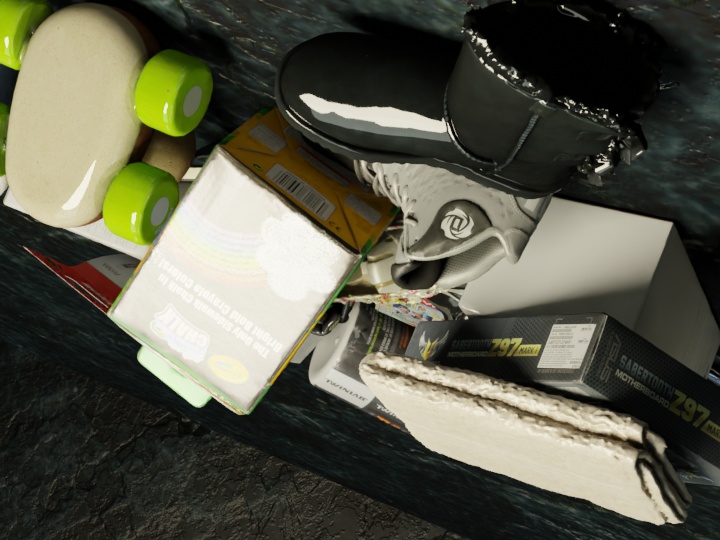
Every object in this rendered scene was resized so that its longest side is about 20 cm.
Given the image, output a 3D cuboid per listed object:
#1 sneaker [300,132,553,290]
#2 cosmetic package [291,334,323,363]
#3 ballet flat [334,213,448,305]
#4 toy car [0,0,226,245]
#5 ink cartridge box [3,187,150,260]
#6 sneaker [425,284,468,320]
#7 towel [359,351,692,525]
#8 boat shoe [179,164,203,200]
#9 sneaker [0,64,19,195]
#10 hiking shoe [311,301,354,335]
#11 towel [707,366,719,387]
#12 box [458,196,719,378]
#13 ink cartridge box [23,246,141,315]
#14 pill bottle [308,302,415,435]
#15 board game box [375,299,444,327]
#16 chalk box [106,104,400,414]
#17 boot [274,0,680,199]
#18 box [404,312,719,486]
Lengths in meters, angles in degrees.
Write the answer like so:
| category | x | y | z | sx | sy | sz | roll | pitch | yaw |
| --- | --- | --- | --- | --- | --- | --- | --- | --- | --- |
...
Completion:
| category | x | y | z | sx | sy | sz | roll | pitch | yaw |
| --- | --- | --- | --- | --- | --- | --- | --- | --- | --- |
| sneaker | 0.025 | -0.048 | 0.842 | 0.200 | 0.116 | 0.075 | 14 | 162 | 33 |
| cosmetic package | -0.099 | 0.026 | 1.225 | 0.102 | 0.074 | 0.200 | 44 | -172 | 18 |
| ballet flat | 0.000 | 0.000 | 1.002 | 0.200 | 0.076 | 0.064 | -12 | -170 | 21 |
| toy car | -0.168 | -0.114 | 0.971 | 0.164 | 0.158 | 0.200 | 23 | -166 | 18 |
| ink cartridge box | -0.235 | -0.041 | 1.324 | 0.200 | 0.041 | 0.200 | 24 | -179 | 3 |
| sneaker | 0.111 | 0.056 | 1.080 | 0.200 | 0.083 | 0.071 | 45 | 141 | -20 |
| towel | 0.104 | 0.103 | 0.823 | 0.200 | 0.035 | 0.133 | 14 | 159 | 30 |
| boat shoe | -0.075 | -0.053 | 1.025 | 0.201 | 0.063 | 0.074 | 2 | -174 | 37 |
| sneaker | -0.268 | -0.104 | 1.045 | 0.080 | 0.147 | 0.200 | 16 | 162 | 29 |
| hiking shoe | -0.035 | 0.009 | 1.155 | 0.076 | 0.101 | 0.200 | 22 | 165 | 6 |
| towel | 0.371 | 0.142 | 1.081 | 0.200 | 0.049 | 0.112 | 17 | 163 | 24 |
| box | 0.172 | 0.038 | 0.942 | 0.124 | 0.098 | 0.200 | 15 | 163 | 30 |
| ink cartridge box | -0.200 | 0.027 | 1.246 | 0.162 | 0.057 | 0.200 | 33 | 175 | 35 |
| pill bottle | 0.055 | 0.115 | 1.364 | 0.200 | 0.106 | 0.106 | 28 | 164 | -13 |
| board game box | 0.112 | 0.048 | 1.199 | 0.200 | 0.029 | 0.135 | 23 | 166 | 4 |
| chalk box | -0.083 | 0.007 | 0.927 | 0.124 | 0.200 | 0.124 | 37 | -154 | -1 |
| boot | 0.056 | -0.100 | 0.705 | 0.198 | 0.073 | 0.162 | 19 | 168 | -5 |
| box | 0.142 | 0.086 | 0.864 | 0.158 | 0.051 | 0.200 | 32 | 162 | -25 |
